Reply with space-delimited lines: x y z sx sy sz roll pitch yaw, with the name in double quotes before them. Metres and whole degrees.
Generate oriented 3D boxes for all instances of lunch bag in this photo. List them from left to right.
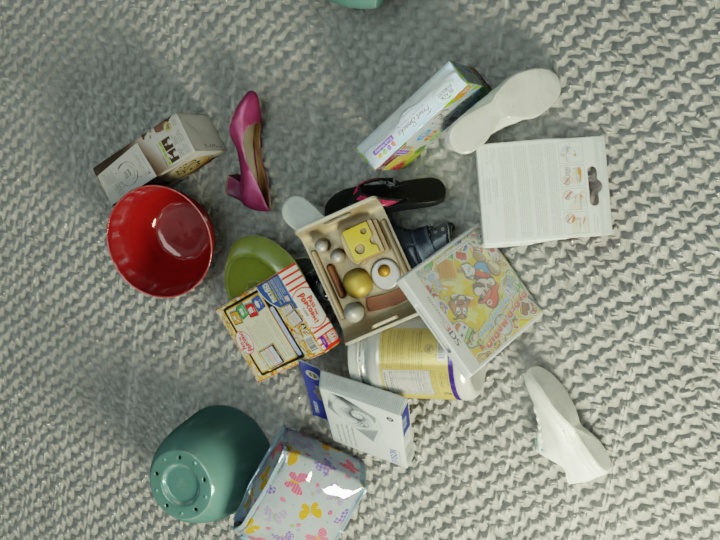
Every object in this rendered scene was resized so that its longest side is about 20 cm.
"lunch bag" -0.108 0.395 1.709 0.169 0.127 0.200 25 103 -11

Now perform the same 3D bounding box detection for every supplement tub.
"supplement tub" 0.094 0.136 1.606 0.200 0.145 0.146 -1 97 22

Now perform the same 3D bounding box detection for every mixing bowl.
"mixing bowl" -0.337 -0.060 1.759 0.200 0.108 0.200 3 104 14

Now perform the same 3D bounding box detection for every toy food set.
"toy food set" 0.000 0.000 1.555 0.143 0.060 0.200 -24 92 10

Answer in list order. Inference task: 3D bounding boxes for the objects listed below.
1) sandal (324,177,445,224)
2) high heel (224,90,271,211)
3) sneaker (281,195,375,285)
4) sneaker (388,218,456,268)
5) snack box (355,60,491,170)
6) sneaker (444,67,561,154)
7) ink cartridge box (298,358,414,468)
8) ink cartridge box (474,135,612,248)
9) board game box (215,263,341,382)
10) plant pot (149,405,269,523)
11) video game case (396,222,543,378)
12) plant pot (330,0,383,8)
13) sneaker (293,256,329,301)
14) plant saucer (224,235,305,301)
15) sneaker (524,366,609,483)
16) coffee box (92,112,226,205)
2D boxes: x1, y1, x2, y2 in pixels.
"sandal" 0.038 -0.124 1.596 0.200 0.045 0.075 -12 54 -1
"high heel" -0.178 -0.202 1.703 0.096 0.067 0.200 24 110 27
"sneaker" -0.037 -0.044 1.651 0.074 0.116 0.200 -44 79 8
"sneaker" 0.075 -0.070 1.628 0.146 0.077 0.202 -29 78 13
"snack box" 0.101 -0.239 1.555 0.200 0.142 0.053 -41 82 20
"sneaker" 0.215 -0.253 1.550 0.200 0.088 0.075 -30 100 -2
"ink cartridge box" -0.011 0.242 1.652 0.200 0.200 0.041 18 58 19
"ink cartridge box" 0.284 -0.123 1.549 0.200 0.047 0.160 -4 85 5
"board game box" -0.143 0.092 1.665 0.200 0.046 0.152 -27 94 46
"plant pot" -0.281 0.360 1.774 0.200 0.161 0.201 3 99 20
"video game case" 0.174 0.042 1.538 0.182 0.200 0.023 55 142 1
"plant pot" -0.011 -0.502 1.534 0.161 0.201 0.201 32 108 0
"sneaker" -0.067 0.017 1.687 0.200 0.081 0.074 2 98 21
"plant saucer" -0.169 0.037 1.715 0.200 0.031 0.200 19 124 32
"sneaker" 0.306 0.252 1.577 0.088 0.075 0.200 -35 85 33
"coffee box" -0.355 -0.196 1.753 0.200 0.113 0.080 -29 86 21
